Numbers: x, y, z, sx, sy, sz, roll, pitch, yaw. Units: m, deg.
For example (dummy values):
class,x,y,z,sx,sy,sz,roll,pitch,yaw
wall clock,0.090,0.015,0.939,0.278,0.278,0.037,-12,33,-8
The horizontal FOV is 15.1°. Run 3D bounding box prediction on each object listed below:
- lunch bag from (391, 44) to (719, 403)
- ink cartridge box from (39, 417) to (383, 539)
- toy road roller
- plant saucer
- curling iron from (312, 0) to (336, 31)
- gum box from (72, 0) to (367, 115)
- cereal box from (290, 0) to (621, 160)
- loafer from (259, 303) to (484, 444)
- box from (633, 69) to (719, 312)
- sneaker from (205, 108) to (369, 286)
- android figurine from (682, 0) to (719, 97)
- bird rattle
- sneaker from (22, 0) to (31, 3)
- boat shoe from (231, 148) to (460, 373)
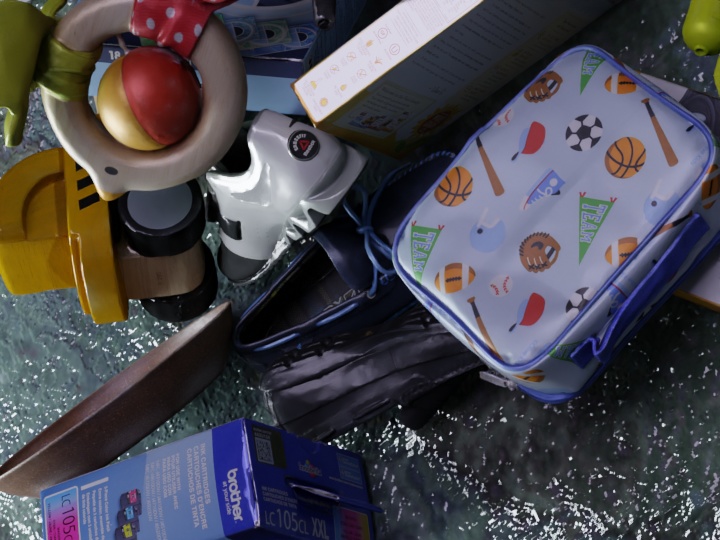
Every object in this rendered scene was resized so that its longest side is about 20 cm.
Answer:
class,x,y,z,sx,sy,sz,roll,pitch,yaw
lunch bag,0.124,-0.023,1.607,0.200,0.076,0.160,-49,54,2
ink cartridge box,-0.084,0.156,1.711,0.199,0.136,0.077,-22,65,28
toy road roller,-0.178,-0.061,1.827,0.145,0.123,0.201,-7,60,-1
plant saucer,-0.156,0.093,1.781,0.200,0.200,0.037,-36,94,21
curling iron,-0.014,-0.217,1.772,0.049,0.026,0.200,4,36,4
gum box,-0.089,-0.177,1.785,0.169,0.045,0.200,6,35,14
cereal box,0.068,-0.148,1.694,0.200,0.144,0.040,-36,71,15
loafer,0.033,0.063,1.713,0.200,0.068,0.071,-19,102,20
box,0.214,-0.040,1.627,0.199,0.041,0.120,22,87,41
sneaker,-0.067,-0.056,1.758,0.074,0.088,0.200,-58,7,-28
android figurine,0.277,-0.151,1.594,0.181,0.041,0.201,5,63,34
bird rattle,-0.135,-0.132,1.671,0.199,0.164,0.113,-25,19,8
sneaker,-0.253,-0.244,2.008,0.200,0.082,0.075,-42,55,17
boat shoe,0.000,0.000,1.749,0.200,0.069,0.084,-49,53,11
